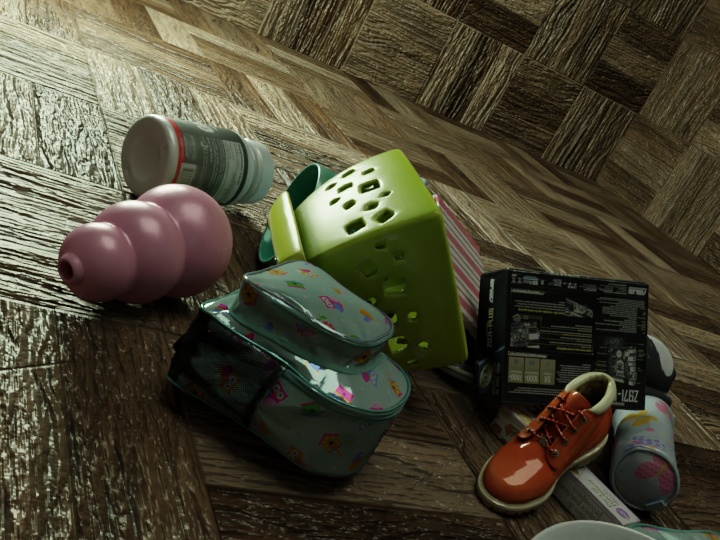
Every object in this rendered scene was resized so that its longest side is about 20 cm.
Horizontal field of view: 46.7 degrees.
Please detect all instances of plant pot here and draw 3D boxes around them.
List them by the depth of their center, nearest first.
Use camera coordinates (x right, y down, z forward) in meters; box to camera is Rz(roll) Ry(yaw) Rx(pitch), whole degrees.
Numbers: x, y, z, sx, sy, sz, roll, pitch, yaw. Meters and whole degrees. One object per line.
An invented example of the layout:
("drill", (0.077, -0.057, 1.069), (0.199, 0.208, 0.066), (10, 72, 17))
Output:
("plant pot", (0.000, 0.000, 0.957), (0.181, 0.200, 0.199), (-15, 30, -3))

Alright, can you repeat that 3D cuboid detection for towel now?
("towel", (0.135, 0.007, 1.135), (0.146, 0.030, 0.200), (45, 31, -42))

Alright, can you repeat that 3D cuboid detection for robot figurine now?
("robot figurine", (0.390, 0.146, 1.262), (0.200, 0.125, 0.150), (20, -21, -37))

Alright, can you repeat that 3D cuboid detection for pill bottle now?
("pill bottle", (-0.226, -0.150, 1.183), (0.114, 0.114, 0.200), (41, 23, 31))

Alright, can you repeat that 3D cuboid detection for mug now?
("mug", (-0.052, -0.056, 1.128), (0.114, 0.152, 0.185), (29, 16, -20))

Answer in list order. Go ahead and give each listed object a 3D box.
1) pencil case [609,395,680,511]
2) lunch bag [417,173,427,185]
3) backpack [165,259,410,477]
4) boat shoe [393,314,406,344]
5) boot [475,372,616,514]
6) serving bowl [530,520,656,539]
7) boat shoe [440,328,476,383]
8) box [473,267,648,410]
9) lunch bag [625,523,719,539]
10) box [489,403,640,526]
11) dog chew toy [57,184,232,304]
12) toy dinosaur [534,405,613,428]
("pencil case", (0.369, 0.234, 1.085), (0.083, 0.091, 0.200), (-8, 8, 20))
("lunch bag", (0.043, -0.062, 1.246), (0.082, 0.161, 0.200), (21, 25, -4))
("backpack", (-0.049, 0.090, 0.782), (0.200, 0.153, 0.176), (40, 17, 10))
("boat shoe", (0.071, 0.038, 1.129), (0.071, 0.072, 0.200), (55, 26, -15))
("boot", (0.203, 0.180, 0.899), (0.200, 0.107, 0.075), (-27, 50, -35))
("serving bowl", (0.217, 0.306, 0.691), (0.199, 0.066, 0.200), (10, 30, -6))
("boat shoe", (0.125, 0.086, 1.151), (0.074, 0.062, 0.200), (25, 21, -15))
("box", (0.254, 0.089, 1.055), (0.199, 0.164, 0.086), (5, -7, -15))
("lunch bag", (0.343, 0.325, 0.826), (0.200, 0.077, 0.160), (17, 23, -29))
("box", (0.231, 0.232, 0.964), (0.041, 0.039, 0.200), (6, 29, -42))
("dog chew toy", (-0.226, -0.021, 0.867), (0.124, 0.125, 0.200), (36, 29, 20))
("toy dinosaur", (0.301, 0.172, 1.151), (0.106, 0.060, 0.200), (-42, 100, -37))
